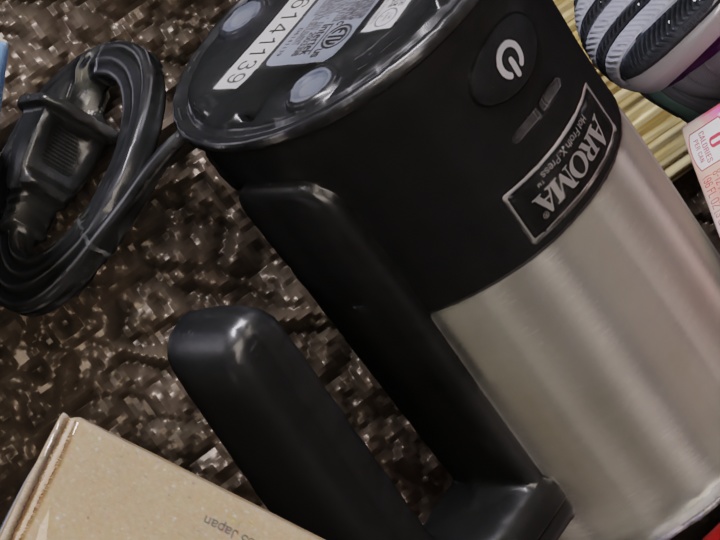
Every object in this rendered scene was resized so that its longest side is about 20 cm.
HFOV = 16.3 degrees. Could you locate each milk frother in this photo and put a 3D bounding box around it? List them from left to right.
[{"bbox_3d":[0.000,0.000,0.804,0.180,0.200,0.188,-43,118,-13],"label":"milk frother"}]

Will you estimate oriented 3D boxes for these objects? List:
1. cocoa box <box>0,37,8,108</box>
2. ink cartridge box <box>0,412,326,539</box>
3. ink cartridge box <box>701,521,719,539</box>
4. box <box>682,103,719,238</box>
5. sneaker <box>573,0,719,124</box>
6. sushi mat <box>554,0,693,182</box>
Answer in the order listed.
[{"bbox_3d":[-0.184,-0.013,0.734,0.131,0.200,0.134,19,82,-7],"label":"cocoa box"},{"bbox_3d":[-0.041,0.129,0.740,0.164,0.200,0.075,26,70,-5],"label":"ink cartridge box"},{"bbox_3d":[0.153,0.176,0.791,0.116,0.067,0.200,-46,74,8],"label":"ink cartridge box"},{"bbox_3d":[0.191,0.024,0.751,0.094,0.103,0.201,-2,68,-42],"label":"box"},{"bbox_3d":[0.161,-0.121,0.790,0.200,0.075,0.087,-40,136,16],"label":"sneaker"},{"bbox_3d":[0.141,-0.110,0.885,0.200,0.012,0.096,-35,91,-9],"label":"sushi mat"}]
